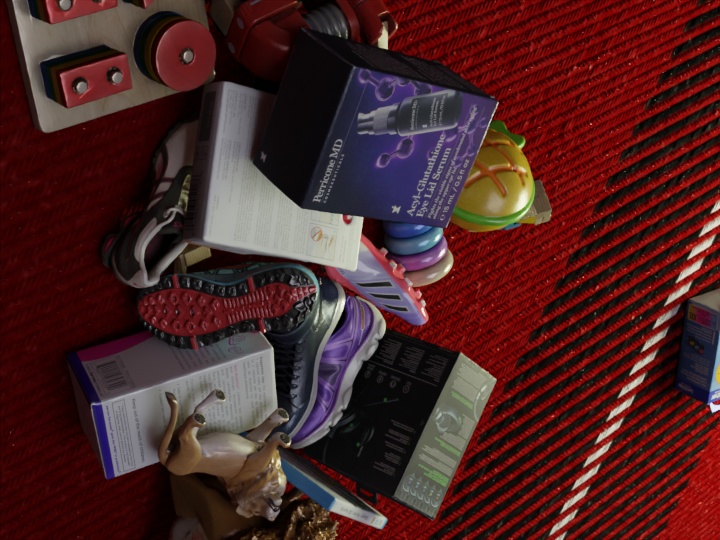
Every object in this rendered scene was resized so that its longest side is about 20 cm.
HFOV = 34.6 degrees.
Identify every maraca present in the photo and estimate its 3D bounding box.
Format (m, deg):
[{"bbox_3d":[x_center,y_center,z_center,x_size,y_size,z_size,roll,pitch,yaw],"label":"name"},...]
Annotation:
[{"bbox_3d":[0.143,-0.124,1.385,0.135,0.202,0.108,14,133,-6],"label":"maraca"}]

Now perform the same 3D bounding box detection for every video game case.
[{"bbox_3d":[-0.054,0.249,1.359,0.018,0.142,0.200,-56,155,-5],"label":"video game case"}]

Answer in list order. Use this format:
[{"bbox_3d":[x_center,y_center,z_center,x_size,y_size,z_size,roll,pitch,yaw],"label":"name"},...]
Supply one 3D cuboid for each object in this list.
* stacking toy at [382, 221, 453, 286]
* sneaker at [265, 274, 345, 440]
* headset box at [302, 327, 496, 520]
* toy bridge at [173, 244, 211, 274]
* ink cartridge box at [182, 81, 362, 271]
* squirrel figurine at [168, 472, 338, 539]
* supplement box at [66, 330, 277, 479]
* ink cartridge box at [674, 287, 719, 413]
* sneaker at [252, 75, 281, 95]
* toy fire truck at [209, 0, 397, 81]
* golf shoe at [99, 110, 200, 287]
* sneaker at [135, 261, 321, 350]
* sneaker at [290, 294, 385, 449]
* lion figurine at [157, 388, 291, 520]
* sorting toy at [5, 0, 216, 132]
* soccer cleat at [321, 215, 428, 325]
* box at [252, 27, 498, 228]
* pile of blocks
[{"bbox_3d":[0.052,-0.085,1.397,0.085,0.085,0.202,-30,120,-26],"label":"stacking toy"},{"bbox_3d":[-0.094,0.092,1.315,0.146,0.076,0.205,32,74,-66],"label":"sneaker"},{"bbox_3d":[0.044,0.187,1.419,0.092,0.173,0.202,36,75,-42],"label":"headset box"},{"bbox_3d":[-0.182,0.066,1.294,0.067,0.027,0.203,-25,123,-27],"label":"toy bridge"},{"bbox_3d":[-0.082,-0.094,1.199,0.198,0.050,0.165,12,84,-41],"label":"ink cartridge box"},{"bbox_3d":[-0.118,0.311,1.345,0.186,0.198,0.144,6,96,-54],"label":"squirrel figurine"},{"bbox_3d":[-0.197,0.124,1.230,0.197,0.101,0.105,-17,124,-21],"label":"supplement box"},{"bbox_3d":[0.610,0.138,1.960,0.135,0.076,0.203,-14,119,-35],"label":"ink cartridge box"},{"bbox_3d":[-0.085,-0.152,1.264,0.070,0.083,0.204,2,88,-7],"label":"sneaker"},{"bbox_3d":[-0.038,-0.234,1.180,0.175,0.129,0.201,-32,83,-25],"label":"toy fire truck"},{"bbox_3d":[-0.185,-0.069,1.191,0.077,0.088,0.202,32,85,-37],"label":"golf shoe"},{"bbox_3d":[-0.137,0.033,1.224,0.197,0.096,0.081,-4,100,7],"label":"sneaker"},{"bbox_3d":[-0.051,0.120,1.412,0.083,0.080,0.202,32,79,-27],"label":"sneaker"},{"bbox_3d":[-0.148,0.191,1.199,0.198,0.073,0.123,27,119,-32],"label":"lion figurine"},{"bbox_3d":[-0.225,-0.248,1.093,0.197,0.069,0.203,-24,122,-31],"label":"sorting toy"},{"bbox_3d":[0.000,0.000,1.363,0.076,0.067,0.200,-41,107,7],"label":"soccer cleat"},{"bbox_3d":[0.015,-0.137,1.146,0.198,0.104,0.150,4,117,-39],"label":"box"},{"bbox_3d":[0.177,-0.095,1.516,0.199,0.082,0.063,4,63,-50],"label":"pile of blocks"}]
